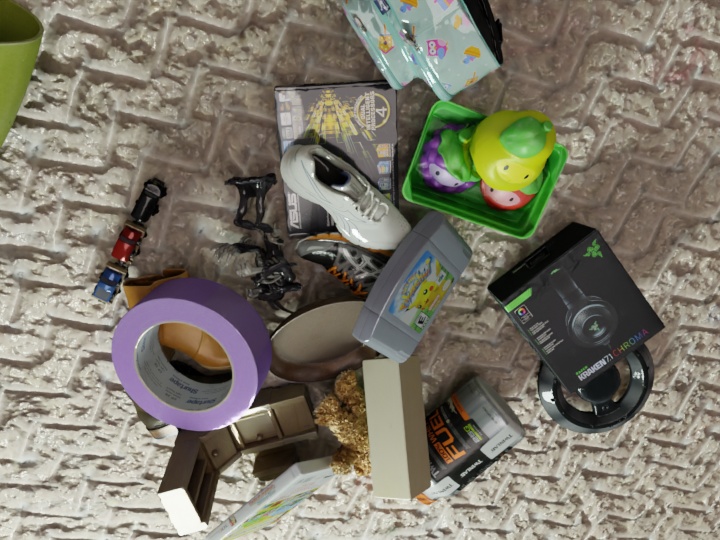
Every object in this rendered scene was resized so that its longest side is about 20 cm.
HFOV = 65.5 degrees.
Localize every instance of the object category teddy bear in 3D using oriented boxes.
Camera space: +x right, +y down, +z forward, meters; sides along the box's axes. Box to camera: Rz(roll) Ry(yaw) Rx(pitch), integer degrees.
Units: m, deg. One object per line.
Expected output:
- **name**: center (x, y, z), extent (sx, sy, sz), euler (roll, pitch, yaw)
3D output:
- **teddy bear**: center (-0.001, 0.249, 0.884), extent (0.067, 0.145, 0.201), euler (-3, 112, 37)

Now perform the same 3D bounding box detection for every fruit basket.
- **fruit basket**: center (0.169, -0.133, 0.718), extent (0.215, 0.216, 0.156), euler (16, 107, -13)

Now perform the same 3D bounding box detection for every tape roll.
- **tape roll**: center (-0.223, 0.113, 0.748), extent (0.199, 0.066, 0.201), euler (4, 113, 9)

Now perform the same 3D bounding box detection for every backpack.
- **backpack**: center (0.077, -0.299, 0.660), extent (0.153, 0.176, 0.200), euler (-36, 111, 23)

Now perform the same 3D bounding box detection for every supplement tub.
- **supplement tub**: center (0.156, 0.279, 0.910), extent (0.200, 0.123, 0.123), euler (-44, 110, 8)

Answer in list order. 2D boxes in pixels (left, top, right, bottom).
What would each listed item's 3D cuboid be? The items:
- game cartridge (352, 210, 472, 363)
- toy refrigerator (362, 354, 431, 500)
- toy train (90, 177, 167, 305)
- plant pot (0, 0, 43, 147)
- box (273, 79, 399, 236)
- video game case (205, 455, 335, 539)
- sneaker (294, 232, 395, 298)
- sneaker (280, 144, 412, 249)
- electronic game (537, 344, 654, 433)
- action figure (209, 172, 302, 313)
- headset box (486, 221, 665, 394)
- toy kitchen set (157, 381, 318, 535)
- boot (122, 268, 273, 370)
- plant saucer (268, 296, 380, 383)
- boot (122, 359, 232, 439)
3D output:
- **game cartridge**: center (0.074, 0.025, 0.766), extent (0.133, 0.040, 0.200), euler (36, 85, -49)
- **toy refrigerator**: center (0.053, 0.233, 0.850), extent (0.070, 0.076, 0.201), euler (-9, 82, 30)
- **toy train**: center (-0.319, -0.035, 0.767), extent (0.034, 0.046, 0.200), euler (26, 105, -16)
- **plant pot**: center (-0.472, -0.202, 0.630), extent (0.186, 0.187, 0.200), euler (18, 122, -14)
- **box**: center (-0.029, -0.152, 0.764), extent (0.160, 0.049, 0.201), euler (-4, 112, -5)
- **video game case**: center (-0.119, 0.355, 0.881), extent (0.182, 0.200, 0.023), euler (-41, 67, 7)
- **sneaker**: center (0.000, 0.000, 0.797), extent (0.199, 0.078, 0.078), euler (16, 81, -13)
- **sneaker**: center (-0.011, -0.088, 0.712), extent (0.200, 0.087, 0.075), euler (32, 80, -21)
- **electronic game**: center (0.400, 0.186, 0.952), extent (0.199, 0.042, 0.201), euler (0, 104, -2)
- **action figure**: center (-0.145, -0.026, 0.761), extent (0.102, 0.119, 0.201), euler (-19, 109, -37)
- **headset box**: center (0.318, 0.048, 0.850), extent (0.174, 0.093, 0.200), euler (-37, 100, 7)
- **toy kitchen set**: center (-0.159, 0.304, 0.843), extent (0.199, 0.181, 0.164), euler (-15, 113, 2)
- **boot**: center (-0.230, 0.066, 0.800), extent (0.200, 0.071, 0.145), euler (-3, 117, 0)
- **plant saucer**: center (-0.047, 0.099, 0.824), extent (0.199, 0.032, 0.201), euler (-14, 142, -12)
- **boot**: center (-0.255, 0.174, 0.839), extent (0.199, 0.075, 0.097), euler (-28, 114, 5)
